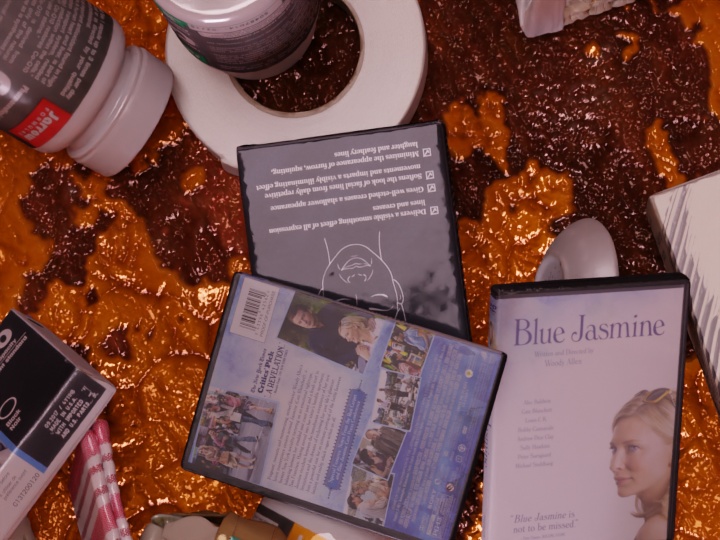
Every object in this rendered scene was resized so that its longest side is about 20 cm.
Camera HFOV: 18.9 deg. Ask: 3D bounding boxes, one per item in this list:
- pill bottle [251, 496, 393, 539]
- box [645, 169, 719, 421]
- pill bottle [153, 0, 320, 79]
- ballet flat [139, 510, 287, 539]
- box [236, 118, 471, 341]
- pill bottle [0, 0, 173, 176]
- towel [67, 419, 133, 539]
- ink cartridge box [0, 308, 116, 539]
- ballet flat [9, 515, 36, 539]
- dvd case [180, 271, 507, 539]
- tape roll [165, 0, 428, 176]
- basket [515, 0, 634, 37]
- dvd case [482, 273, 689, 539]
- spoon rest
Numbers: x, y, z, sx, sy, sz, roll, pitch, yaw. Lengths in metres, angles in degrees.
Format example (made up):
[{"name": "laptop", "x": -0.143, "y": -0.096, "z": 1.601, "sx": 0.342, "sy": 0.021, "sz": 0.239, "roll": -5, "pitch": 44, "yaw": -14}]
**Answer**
[{"name": "pill bottle", "x": -0.038, "y": 0.225, "z": 1.533, "sx": 0.116, "sy": 0.116, "sz": 0.201, "roll": 25, "pitch": 85, "yaw": 8}, {"name": "box", "x": 0.269, "y": 0.034, "z": 1.551, "sx": 0.068, "sy": 0.082, "sz": 0.201, "roll": -19, "pitch": 79, "yaw": 3}, {"name": "pill bottle", "x": -0.087, "y": -0.203, "z": 1.521, "sx": 0.112, "sy": 0.200, "sz": 0.114, "roll": -1, "pitch": 81, "yaw": 5}, {"name": "ballet flat", "x": -0.119, "y": 0.191, "z": 1.511, "sx": 0.063, "sy": 0.200, "sz": 0.069, "roll": 30, "pitch": 66, "yaw": -25}, {"name": "box", "x": 0.000, "y": 0.000, "z": 1.549, "sx": 0.147, "sy": 0.107, "sz": 0.201, "roll": -7, "pitch": 93, "yaw": 4}, {"name": "pill bottle", "x": -0.243, "y": -0.157, "z": 1.571, "sx": 0.199, "sy": 0.114, "sz": 0.114, "roll": 31, "pitch": 84, "yaw": -25}, {"name": "towel", "x": -0.166, "y": 0.216, "z": 1.521, "sx": 0.030, "sy": 0.146, "sz": 0.201, "roll": -13, "pitch": 74, "yaw": -15}, {"name": "ink cartridge box", "x": -0.277, "y": 0.126, "z": 1.539, "sx": 0.043, "sy": 0.200, "sz": 0.199, "roll": 38, "pitch": 85, "yaw": -29}, {"name": "ballet flat", "x": -0.279, "y": 0.224, "z": 1.587, "sx": 0.072, "sy": 0.068, "sz": 0.201, "roll": 25, "pitch": 84, "yaw": -12}, {"name": "dvd case", "x": -0.013, "y": 0.096, "z": 1.477, "sx": 0.199, "sy": 0.018, "sz": 0.144, "roll": 17, "pitch": 93, "yaw": 12}, {"name": "tape roll", "x": -0.048, "y": -0.163, "z": 1.632, "sx": 0.201, "sy": 0.037, "sz": 0.204, "roll": -1, "pitch": 81, "yaw": 5}, {"name": "basket", "x": 0.160, "y": -0.291, "z": 1.585, "sx": 0.123, "sy": 0.136, "sz": 0.201, "roll": -12, "pitch": 80, "yaw": -1}, {"name": "dvd case", "x": 0.157, "y": 0.102, "z": 1.512, "sx": 0.142, "sy": 0.018, "sz": 0.201, "roll": -4, "pitch": 108, "yaw": -13}, {"name": "spoon rest", "x": 0.154, "y": 0.062, "z": 1.562, "sx": 0.060, "sy": 0.099, "sz": 0.201, "roll": 8, "pitch": 95, "yaw": -22}]
